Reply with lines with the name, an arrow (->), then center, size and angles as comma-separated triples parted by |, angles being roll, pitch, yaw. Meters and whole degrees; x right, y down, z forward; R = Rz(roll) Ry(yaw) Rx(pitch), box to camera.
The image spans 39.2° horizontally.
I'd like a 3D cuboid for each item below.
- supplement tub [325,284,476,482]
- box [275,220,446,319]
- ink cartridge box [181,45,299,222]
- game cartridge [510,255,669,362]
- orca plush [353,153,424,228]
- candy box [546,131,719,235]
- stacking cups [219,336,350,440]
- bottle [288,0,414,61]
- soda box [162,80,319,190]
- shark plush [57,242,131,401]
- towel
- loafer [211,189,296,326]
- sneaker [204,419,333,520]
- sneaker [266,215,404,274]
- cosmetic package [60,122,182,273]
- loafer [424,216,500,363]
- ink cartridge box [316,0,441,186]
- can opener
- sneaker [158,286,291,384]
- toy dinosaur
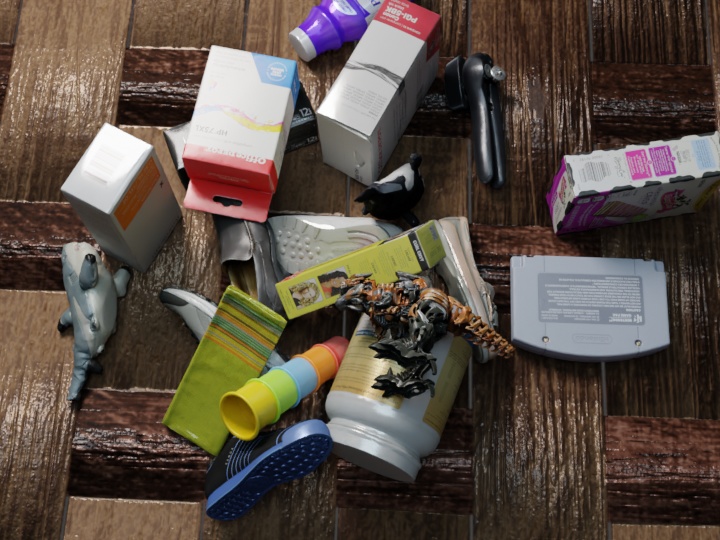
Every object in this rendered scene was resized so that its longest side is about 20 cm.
supplement tub -> 0.044, 0.134, 1.205 | 0.144, 0.145, 0.201 | 21, 72, 8
box -> 0.000, 0.000, 1.223 | 0.199, 0.075, 0.051 | -21, 95, 25
ink cartridge box -> -0.154, -0.173, 1.283 | 0.115, 0.067, 0.202 | 10, 73, 3
game cartridge -> 0.291, 0.049, 1.291 | 0.198, 0.041, 0.135 | 2, 67, 2
orca plush -> 0.057, -0.090, 1.271 | 0.105, 0.200, 0.071 | -44, 87, 3
candy box -> 0.349, -0.108, 1.292 | 0.198, 0.137, 0.062 | -10, 72, -2
stacking cups -> -0.079, 0.128, 1.203 | 0.060, 0.061, 0.200 | 43, 42, 14
bottle -> -0.010, -0.370, 1.427 | 0.199, 0.065, 0.084 | -37, 75, -12
soda box -> -0.158, -0.181, 1.359 | 0.198, 0.071, 0.064 | -22, 71, -7
shark plush -> -0.352, 0.064, 1.300 | 0.083, 0.091, 0.202 | -2, 90, 20
towel -> -0.167, 0.123, 1.225 | 0.086, 0.018, 0.201 | 30, 105, 9
loafer -> -0.146, -0.018, 1.285 | 0.072, 0.073, 0.201 | -9, 64, -50
sneaker -> -0.114, 0.213, 1.176 | 0.199, 0.070, 0.078 | -37, 43, 26
sneaker -> -0.041, -0.038, 1.312 | 0.198, 0.080, 0.077 | 7, 110, 20
cosmetic package -> -0.291, -0.085, 1.258 | 0.071, 0.200, 0.102 | 26, 73, 9
loafer -> 0.143, 0.017, 1.289 | 0.062, 0.072, 0.201 | -17, 68, -13
ink cartridge box -> 0.026, -0.236, 1.336 | 0.082, 0.147, 0.201 | 26, 72, 11
can opener -> 0.170, -0.206, 1.378 | 0.063, 0.078, 0.202 | 3, 69, -40
sneaker -> -0.180, 0.088, 1.265 | 0.199, 0.074, 0.080 | 36, 87, 15
toy dinosaur -> 0.064, 0.058, 1.109 | 0.198, 0.103, 0.136 | 1, 48, 32
